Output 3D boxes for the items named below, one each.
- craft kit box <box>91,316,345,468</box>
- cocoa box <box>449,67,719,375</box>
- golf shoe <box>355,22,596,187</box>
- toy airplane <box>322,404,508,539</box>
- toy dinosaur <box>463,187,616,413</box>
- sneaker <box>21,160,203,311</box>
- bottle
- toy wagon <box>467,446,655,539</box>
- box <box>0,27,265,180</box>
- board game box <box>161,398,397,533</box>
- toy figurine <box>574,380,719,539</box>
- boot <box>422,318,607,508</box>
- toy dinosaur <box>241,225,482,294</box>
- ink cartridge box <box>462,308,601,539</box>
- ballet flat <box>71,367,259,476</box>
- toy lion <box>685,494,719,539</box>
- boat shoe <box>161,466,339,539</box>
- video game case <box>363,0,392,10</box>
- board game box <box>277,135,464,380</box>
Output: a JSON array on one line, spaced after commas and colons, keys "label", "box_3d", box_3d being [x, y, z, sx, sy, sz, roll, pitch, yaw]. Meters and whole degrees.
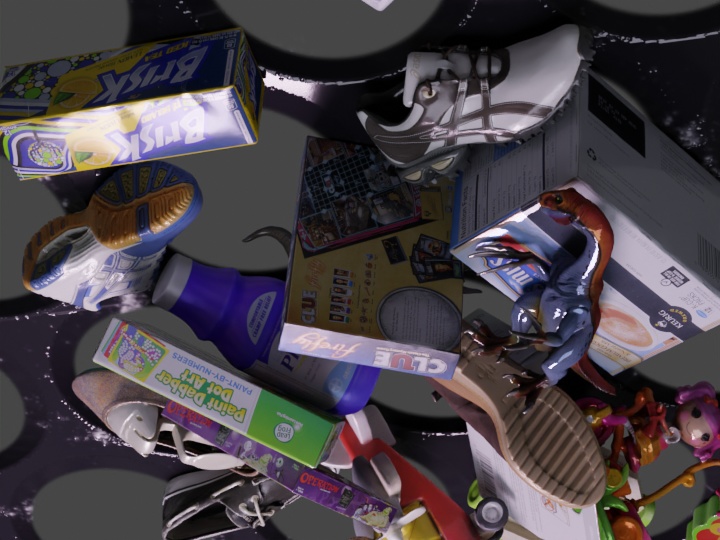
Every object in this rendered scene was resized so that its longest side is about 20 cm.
[{"label": "craft kit box", "box_3d": [-0.113, 0.102, 1.561, 0.200, 0.049, 0.198, 26, 180, 3]}, {"label": "cocoa box", "box_3d": [0.183, -0.037, 1.451, 0.200, 0.134, 0.131, 36, 131, -29]}, {"label": "golf shoe", "box_3d": [0.083, -0.136, 1.398, 0.200, 0.078, 0.094, -31, 126, 31]}, {"label": "toy airplane", "box_3d": [0.021, 0.218, 1.692, 0.199, 0.141, 0.200, 21, 154, 55]}, {"label": "toy dinosaur", "box_3d": [0.149, 0.012, 1.382, 0.200, 0.105, 0.182, -3, 144, -42]}, {"label": "sneaker", "box_3d": [-0.191, -0.027, 1.555, 0.200, 0.075, 0.088, -24, 141, 36]}, {"label": "bottle", "box_3d": [-0.077, 0.049, 1.568, 0.200, 0.084, 0.065, 28, 161, -16]}, {"label": "toy wagon", "box_3d": [0.181, 0.233, 1.810, 0.155, 0.040, 0.200, 25, 134, -20]}, {"label": "box", "box_3d": [-0.178, -0.128, 1.435, 0.199, 0.070, 0.064, -8, 138, 14]}, {"label": "board game box", "box_3d": [-0.071, 0.162, 1.593, 0.120, 0.032, 0.200, 24, 179, -42]}, {"label": "toy figurine", "box_3d": [0.275, 0.166, 1.679, 0.184, 0.201, 0.150, -21, 180, -6]}, {"label": "boot", "box_3d": [0.119, 0.113, 1.533, 0.200, 0.072, 0.166, 47, 175, 4]}, {"label": "toy dinosaur", "box_3d": [0.000, 0.000, 1.552, 0.199, 0.077, 0.102, -3, 130, 5]}, {"label": "ink cartridge box", "box_3d": [0.158, 0.151, 1.617, 0.043, 0.173, 0.200, -31, 129, -26]}, {"label": "ballet flat", "box_3d": [-0.173, 0.144, 1.727, 0.199, 0.067, 0.068, 15, 136, -11]}, {"label": "toy lion", "box_3d": [0.405, 0.245, 1.794, 0.191, 0.069, 0.200, -5, 136, 22]}, {"label": "boat shoe", "box_3d": [-0.106, 0.220, 1.804, 0.200, 0.064, 0.071, -22, 131, 26]}, {"label": "video game case", "box_3d": [-0.005, -0.288, 1.285, 0.200, 0.023, 0.182, 30, 131, -26]}, {"label": "board game box", "box_3d": [0.013, -0.013, 1.445, 0.135, 0.200, 0.035, 10, 138, -5]}]
